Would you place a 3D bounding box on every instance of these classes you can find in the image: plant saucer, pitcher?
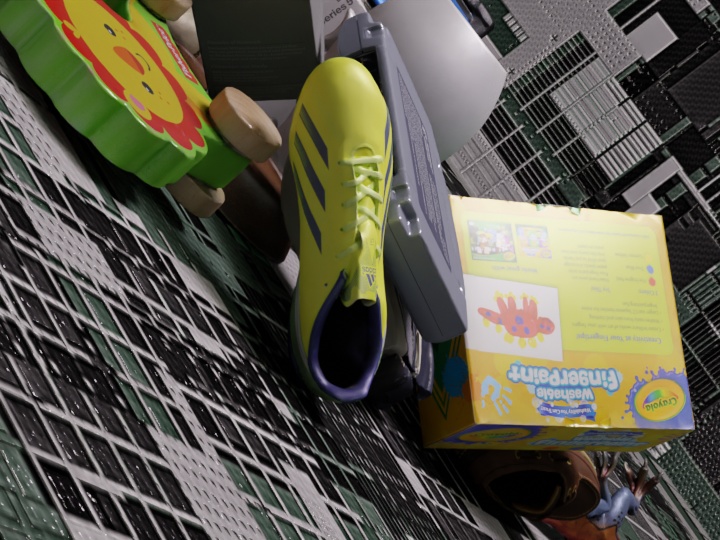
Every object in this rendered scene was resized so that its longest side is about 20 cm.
[{"bbox_3d":[-0.102,-0.095,1.483,0.201,0.032,0.200,52,6,-8],"label":"plant saucer"},{"bbox_3d":[-0.008,-0.134,1.603,0.172,0.200,0.121,54,7,14],"label":"pitcher"}]

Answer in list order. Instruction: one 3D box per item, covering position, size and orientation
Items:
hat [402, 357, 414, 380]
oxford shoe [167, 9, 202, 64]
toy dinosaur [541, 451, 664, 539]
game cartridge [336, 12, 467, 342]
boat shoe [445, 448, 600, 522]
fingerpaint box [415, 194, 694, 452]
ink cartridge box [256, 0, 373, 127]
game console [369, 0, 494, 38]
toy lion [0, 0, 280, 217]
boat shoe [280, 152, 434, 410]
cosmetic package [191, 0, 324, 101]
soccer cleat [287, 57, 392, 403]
[{"bbox_3d":[0.059,0.040,1.682,0.201,0.080,0.202,161,-90,-90],"label":"hat"},{"bbox_3d":[-0.138,-0.213,1.647,0.074,0.071,0.200,47,9,-25],"label":"oxford shoe"},{"bbox_3d":[0.194,0.201,1.795,0.181,0.105,0.201,-15,78,-63],"label":"toy dinosaur"},{"bbox_3d":[0.029,-0.056,1.394,0.201,0.041,0.133,-97,162,-45],"label":"game cartridge"},{"bbox_3d":[0.127,0.159,1.628,0.200,0.072,0.068,34,25,-52],"label":"boat shoe"},{"bbox_3d":[0.133,0.042,1.557,0.199,0.073,0.168,3,71,-33],"label":"fingerpaint box"},{"bbox_3d":[-0.067,-0.201,1.742,0.084,0.145,0.200,51,8,-26],"label":"ink cartridge box"},{"bbox_3d":[0.004,-0.243,1.744,0.201,0.118,0.170,56,-25,-4],"label":"game console"},{"bbox_3d":[-0.142,-0.123,1.222,0.191,0.069,0.201,29,25,-55],"label":"toy lion"},{"bbox_3d":[0.000,0.000,1.451,0.093,0.074,0.202,52,26,-58],"label":"boat shoe"},{"bbox_3d":[-0.069,-0.208,1.394,0.201,0.089,0.108,79,9,-56],"label":"cosmetic package"},{"bbox_3d":[-0.006,-0.020,1.240,0.084,0.064,0.202,-134,-136,-64],"label":"soccer cleat"}]
